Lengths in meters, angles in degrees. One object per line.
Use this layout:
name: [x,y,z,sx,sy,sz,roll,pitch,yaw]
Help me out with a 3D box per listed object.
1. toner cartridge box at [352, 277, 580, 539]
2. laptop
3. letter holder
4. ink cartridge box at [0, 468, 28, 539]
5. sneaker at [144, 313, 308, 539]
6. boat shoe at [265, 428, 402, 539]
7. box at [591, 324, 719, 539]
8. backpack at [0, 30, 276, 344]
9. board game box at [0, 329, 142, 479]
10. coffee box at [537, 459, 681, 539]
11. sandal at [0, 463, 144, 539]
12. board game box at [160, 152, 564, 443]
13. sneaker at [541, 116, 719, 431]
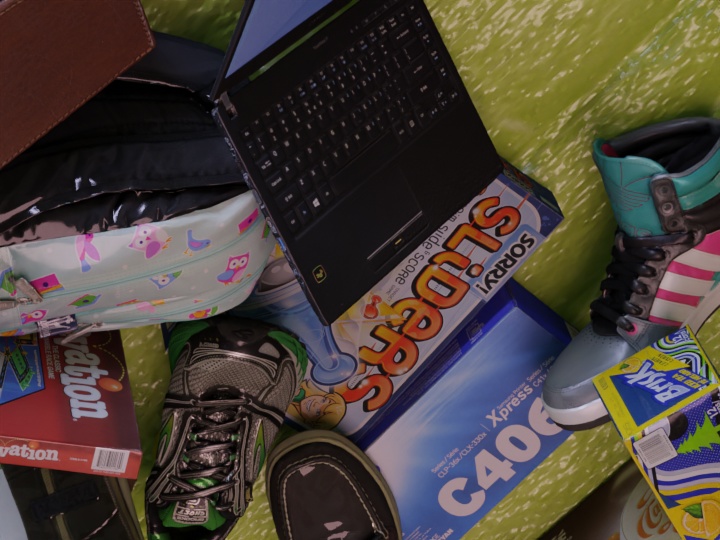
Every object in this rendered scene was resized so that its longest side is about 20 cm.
toner cartridge box: [0.051,0.102,1.393,0.095,0.043,0.200,37,107,-26]
laptop: [0.019,-0.106,1.170,0.103,0.177,0.200,-12,110,44]
letter holder: [-0.216,-0.117,1.101,0.200,0.101,0.142,-40,146,-18]
ink cartridge box: [-0.292,0.191,1.341,0.200,0.083,0.146,2,127,-13]
sneaker: [-0.078,0.097,1.299,0.078,0.085,0.200,11,139,-3]
boat shoe: [-0.002,0.184,1.366,0.072,0.066,0.201,-18,122,0]
box: [0.205,0.131,1.295,0.064,0.070,0.200,-30,119,5]
backpack: [-0.140,-0.043,1.213,0.200,0.167,0.127,-7,145,-10]
board game box: [-0.175,0.041,1.217,0.103,0.200,0.019,9,116,-17]
coffee box: [0.183,0.186,1.430,0.200,0.114,0.080,-42,119,15]
sandal: [-0.158,0.114,1.308,0.080,0.057,0.201,-11,84,14]
board game box: [0.000,0.000,1.326,0.135,0.034,0.200,33,110,-26]
sneaker: [0.157,-0.013,1.306,0.200,0.084,0.121,-45,120,-12]
